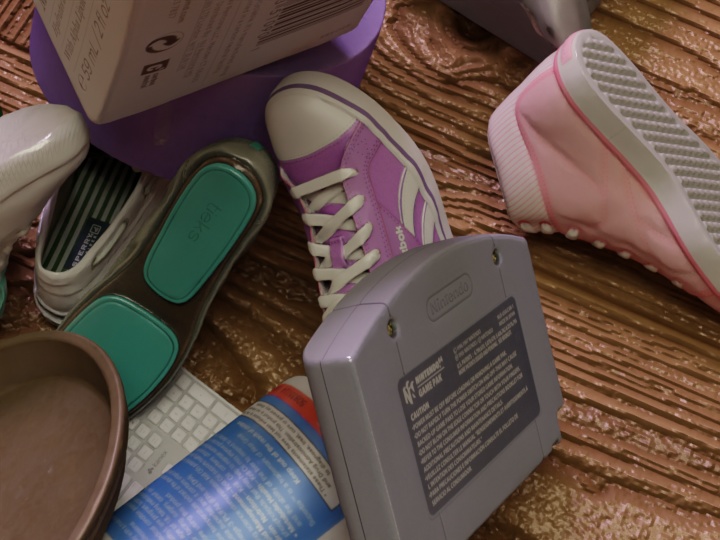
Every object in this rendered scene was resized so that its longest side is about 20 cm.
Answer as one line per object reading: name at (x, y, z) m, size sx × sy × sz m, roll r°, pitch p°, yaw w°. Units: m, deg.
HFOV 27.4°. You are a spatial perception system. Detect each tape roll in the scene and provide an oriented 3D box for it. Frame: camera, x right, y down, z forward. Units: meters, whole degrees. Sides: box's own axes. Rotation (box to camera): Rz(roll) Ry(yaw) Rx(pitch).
tape roll at (-0.090, -0.148, 0.865) m, size 0.197 × 0.085 × 0.202 m, roll 12°, pitch 45°, yaw -12°

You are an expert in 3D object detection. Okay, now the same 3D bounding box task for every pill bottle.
pill bottle at (-0.076, 0.153, 0.737) m, size 0.199 × 0.113 × 0.112 m, roll -36°, pitch 70°, yaw -20°

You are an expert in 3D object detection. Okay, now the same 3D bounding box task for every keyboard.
keyboard at (-0.141, 0.140, 0.797) m, size 0.056 × 0.011 × 0.201 m, roll 33°, pitch 66°, yaw 13°

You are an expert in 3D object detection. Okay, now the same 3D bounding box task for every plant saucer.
plant saucer at (-0.192, 0.119, 0.741) m, size 0.198 × 0.030 × 0.202 m, roll -23°, pitch 41°, yaw 21°

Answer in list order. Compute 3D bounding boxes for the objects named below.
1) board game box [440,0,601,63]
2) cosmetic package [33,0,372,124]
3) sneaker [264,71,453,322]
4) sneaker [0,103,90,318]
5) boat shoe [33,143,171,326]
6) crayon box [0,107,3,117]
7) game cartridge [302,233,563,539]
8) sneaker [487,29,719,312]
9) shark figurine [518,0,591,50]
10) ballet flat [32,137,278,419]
board game box at (0.123, -0.253, 0.980) m, size 0.147 × 0.064 × 0.201 m, roll 33°, pitch 66°, yaw 12°
cosmetic package at (-0.088, -0.212, 0.708) m, size 0.164 × 0.165 × 0.202 m, roll -24°, pitch 81°, yaw -23°
sneaker at (0.001, 0.000, 0.773) m, size 0.202 × 0.072 × 0.115 m, roll 57°, pitch 39°, yaw -17°
sneaker at (-0.213, -0.012, 0.804) m, size 0.199 × 0.089 × 0.076 m, roll -31°, pitch 25°, yaw 15°
boat shoe at (-0.141, -0.064, 0.868) m, size 0.072 × 0.067 × 0.202 m, roll 9°, pitch 63°, yaw 1°
crayon box at (-0.288, -0.132, 0.865) m, size 0.058 × 0.119 × 0.200 m, roll -39°, pitch 72°, yaw -20°
game cartridge at (0.041, 0.057, 0.731) m, size 0.199 × 0.041 × 0.135 m, roll -29°, pitch 104°, yaw -56°
sneaker at (0.155, -0.039, 0.876) m, size 0.201 × 0.104 × 0.076 m, roll 48°, pitch 39°, yaw -11°
shark figurine at (0.060, -0.225, 0.856) m, size 0.212 × 0.089 × 0.129 m, roll 25°, pitch 57°, yaw -16°
ballet flat at (-0.109, 0.011, 0.813) m, size 0.067 × 0.064 × 0.201 m, roll 37°, pitch 108°, yaw -5°
